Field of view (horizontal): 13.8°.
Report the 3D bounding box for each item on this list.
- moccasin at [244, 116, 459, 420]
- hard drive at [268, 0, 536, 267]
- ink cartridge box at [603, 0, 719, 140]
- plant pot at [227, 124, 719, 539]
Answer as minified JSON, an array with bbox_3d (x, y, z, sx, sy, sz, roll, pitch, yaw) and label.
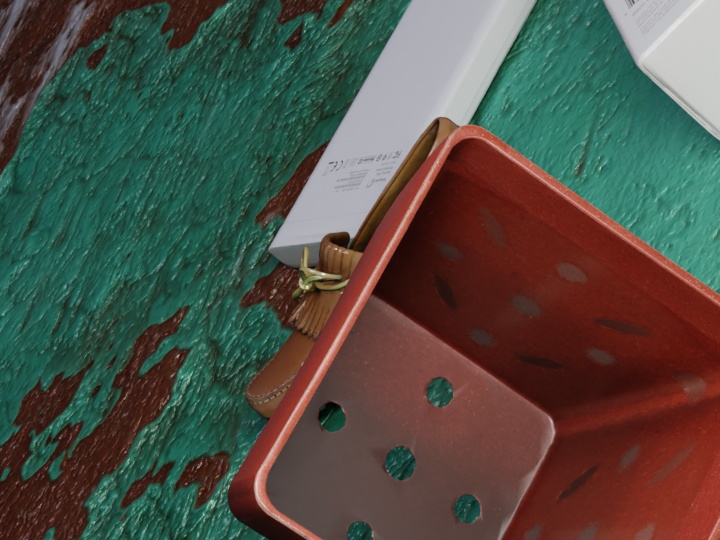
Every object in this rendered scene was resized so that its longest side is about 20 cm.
[{"bbox_3d":[0.000,0.001,1.704,0.202,0.078,0.074,-48,23,8],"label":"moccasin"},{"bbox_3d":[0.027,-0.093,1.857,0.132,0.027,0.201,-6,51,60],"label":"hard drive"},{"bbox_3d":[0.203,-0.174,1.575,0.148,0.086,0.200,-45,23,16],"label":"ink cartridge box"},{"bbox_3d":[0.049,0.080,1.378,0.201,0.199,0.176,-60,13,-18],"label":"plant pot"}]
